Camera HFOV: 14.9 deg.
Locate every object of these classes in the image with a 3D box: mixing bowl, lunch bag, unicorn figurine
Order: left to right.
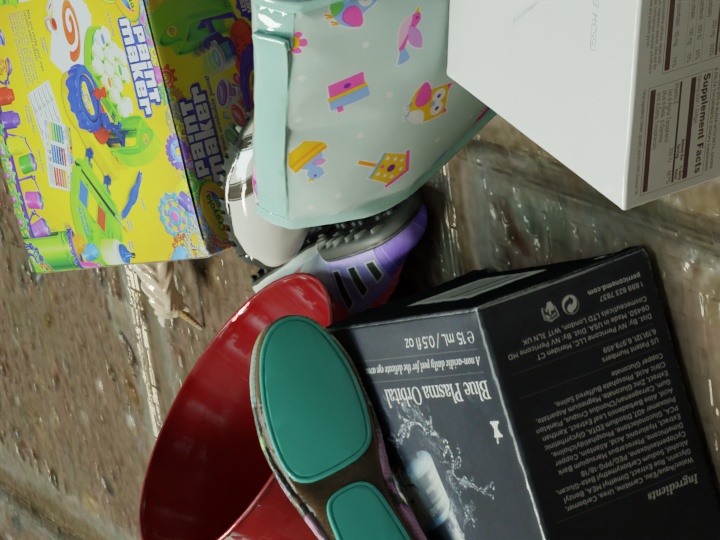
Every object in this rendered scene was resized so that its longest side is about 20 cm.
[{"bbox_3d":[-0.155,-0.052,1.977,0.138,0.074,0.200,50,142,19],"label":"unicorn figurine"},{"bbox_3d":[-0.038,0.114,1.712,0.200,0.108,0.201,-46,26,30],"label":"mixing bowl"},{"bbox_3d":[0.008,-0.134,1.439,0.122,0.200,0.171,33,144,24],"label":"lunch bag"}]

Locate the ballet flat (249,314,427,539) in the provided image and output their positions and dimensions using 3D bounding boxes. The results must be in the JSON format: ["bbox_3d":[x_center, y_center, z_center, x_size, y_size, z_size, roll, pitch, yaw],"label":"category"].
[{"bbox_3d":[-0.009,0.123,1.568,0.071,0.069,0.201,85,159,-71],"label":"ballet flat"}]

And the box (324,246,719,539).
[{"bbox_3d":[0.093,0.104,1.551,0.196,0.117,0.201,-11,98,64],"label":"box"}]

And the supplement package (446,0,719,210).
[{"bbox_3d":[0.129,-0.162,1.318,0.156,0.110,0.201,42,140,45],"label":"supplement package"}]

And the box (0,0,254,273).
[{"bbox_3d":[-0.141,-0.114,1.815,0.192,0.122,0.201,-4,103,48],"label":"box"}]

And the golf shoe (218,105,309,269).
[{"bbox_3d":[-0.022,-0.078,1.669,0.094,0.077,0.201,37,121,35],"label":"golf shoe"}]

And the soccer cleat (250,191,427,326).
[{"bbox_3d":[0.000,0.000,1.741,0.073,0.068,0.200,50,151,-7],"label":"soccer cleat"}]
